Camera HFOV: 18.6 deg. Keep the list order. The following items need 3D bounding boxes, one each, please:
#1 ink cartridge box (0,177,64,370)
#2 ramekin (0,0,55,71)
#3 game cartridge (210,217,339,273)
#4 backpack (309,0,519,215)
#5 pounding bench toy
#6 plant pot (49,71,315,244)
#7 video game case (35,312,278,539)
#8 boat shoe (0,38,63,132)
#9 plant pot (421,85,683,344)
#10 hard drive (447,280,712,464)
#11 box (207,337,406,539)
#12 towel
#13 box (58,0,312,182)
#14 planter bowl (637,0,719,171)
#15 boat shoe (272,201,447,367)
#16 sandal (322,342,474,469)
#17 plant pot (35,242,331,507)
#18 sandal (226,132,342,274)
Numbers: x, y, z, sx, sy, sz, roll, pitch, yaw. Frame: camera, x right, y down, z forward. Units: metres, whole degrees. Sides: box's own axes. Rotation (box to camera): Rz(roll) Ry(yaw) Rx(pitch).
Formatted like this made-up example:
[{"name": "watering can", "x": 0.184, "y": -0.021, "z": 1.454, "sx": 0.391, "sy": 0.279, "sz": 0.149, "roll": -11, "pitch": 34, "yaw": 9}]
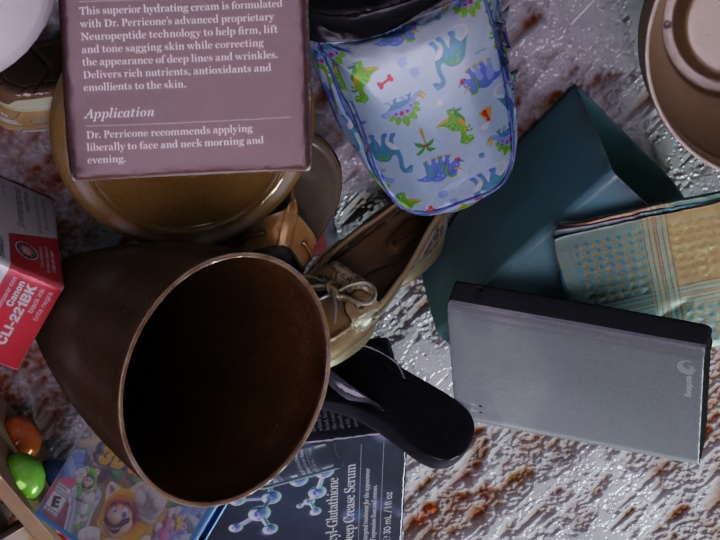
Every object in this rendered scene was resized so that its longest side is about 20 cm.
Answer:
[{"name": "ink cartridge box", "x": -0.331, "y": -0.027, "z": 1.641, "sx": 0.199, "sy": 0.145, "sz": 0.084, "roll": 23, "pitch": 112, "yaw": -23}, {"name": "ramekin", "x": -0.305, "y": -0.226, "z": 1.556, "sx": 0.199, "sy": 0.098, "sz": 0.202, "roll": -5, "pitch": 121, "yaw": -8}, {"name": "game cartridge", "x": -0.084, "y": -0.025, "z": 1.756, "sx": 0.132, "sy": 0.041, "sz": 0.201, "roll": -14, "pitch": 122, "yaw": 2}, {"name": "backpack", "x": 0.046, "y": -0.141, "z": 1.664, "sx": 0.162, "sy": 0.154, "sz": 0.201, "roll": -20, "pitch": 135, "yaw": -7}, {"name": "pounding bench toy", "x": -0.330, "y": 0.173, "z": 1.771, "sx": 0.155, "sy": 0.124, "sz": 0.200, "roll": -30, "pitch": 121, "yaw": 7}, {"name": "plant pot", "x": -0.129, "y": -0.103, "z": 1.620, "sx": 0.198, "sy": 0.028, "sz": 0.201, "roll": -5, "pitch": 117, "yaw": -9}, {"name": "video game case", "x": -0.150, "y": 0.136, "z": 1.698, "sx": 0.201, "sy": 0.143, "sz": 0.018, "roll": -59, "pitch": 147, "yaw": -5}, {"name": "boat shoe", "x": -0.180, "y": -0.139, "z": 1.660, "sx": 0.198, "sy": 0.072, "sz": 0.076, "roll": -3, "pitch": 145, "yaw": -9}, {"name": "plant pot", "x": 0.155, "y": -0.009, "z": 1.754, "sx": 0.200, "sy": 0.142, "sz": 0.141, "roll": -41, "pitch": 119, "yaw": 16}, {"name": "hard drive", "x": 0.169, "y": 0.078, "z": 1.686, "sx": 0.198, "sy": 0.033, "sz": 0.140, "roll": 10, "pitch": 139, "yaw": 15}, {"name": "box", "x": -0.066, "y": 0.151, "z": 1.804, "sx": 0.198, "sy": 0.108, "sz": 0.149, "roll": -6, "pitch": 135, "yaw": -7}, {"name": "towel", "x": 0.251, "y": 0.004, "z": 1.682, "sx": 0.198, "sy": 0.022, "sz": 0.147, "roll": -12, "pitch": 127, "yaw": 1}, {"name": "box", "x": -0.121, "y": -0.176, "z": 1.485, "sx": 0.164, "sy": 0.164, "sz": 0.202, "roll": -2, "pitch": 106, "yaw": -6}, {"name": "planter bowl", "x": 0.297, "y": -0.180, "z": 1.668, "sx": 0.198, "sy": 0.135, "sz": 0.202, "roll": -2, "pitch": 104, "yaw": -7}, {"name": "boat shoe", "x": 0.000, "y": 0.000, "z": 1.710, "sx": 0.073, "sy": 0.200, "sz": 0.063, "roll": 33, "pitch": 144, "yaw": 12}, {"name": "sandal", "x": 0.001, "y": 0.083, "z": 1.721, "sx": 0.199, "sy": 0.076, "sz": 0.043, "roll": 25, "pitch": 147, "yaw": 3}, {"name": "plant pot", "x": -0.155, "y": 0.056, "z": 1.634, "sx": 0.186, "sy": 0.199, "sz": 0.188, "roll": -13, "pitch": 112, "yaw": -37}, {"name": "sandal", "x": -0.071, "y": -0.018, "z": 1.711, "sx": 0.080, "sy": 0.054, "sz": 0.201, "roll": 19, "pitch": 115, "yaw": -21}]
